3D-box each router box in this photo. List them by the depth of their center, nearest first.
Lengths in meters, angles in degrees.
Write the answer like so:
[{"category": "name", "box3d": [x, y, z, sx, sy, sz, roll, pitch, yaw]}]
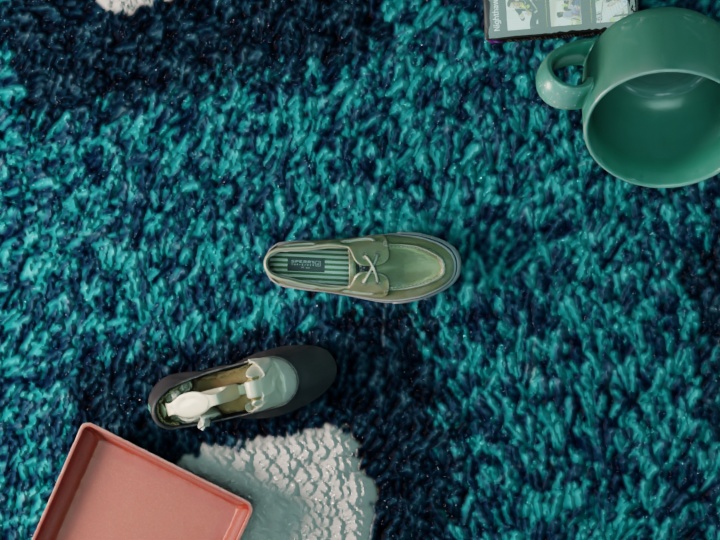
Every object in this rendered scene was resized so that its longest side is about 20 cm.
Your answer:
[{"category": "router box", "box3d": [0.188, -0.325, 1.533, 0.149, 0.051, 0.201, -3, 95, 11]}]

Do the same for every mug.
[{"category": "mug", "box3d": [0.271, -0.177, 1.477, 0.152, 0.115, 0.185, -29, 128, 34]}]

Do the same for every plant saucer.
[{"category": "plant saucer", "box3d": [-0.234, 0.284, 1.662, 0.200, 0.037, 0.200, 25, 98, 5]}]

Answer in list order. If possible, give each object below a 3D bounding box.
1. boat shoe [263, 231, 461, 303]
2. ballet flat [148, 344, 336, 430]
[{"category": "boat shoe", "box3d": [0.000, 0.000, 1.586, 0.199, 0.062, 0.072, -2, 95, 8]}, {"category": "ballet flat", "box3d": [-0.123, 0.123, 1.614, 0.199, 0.073, 0.073, -12, 93, 9]}]
